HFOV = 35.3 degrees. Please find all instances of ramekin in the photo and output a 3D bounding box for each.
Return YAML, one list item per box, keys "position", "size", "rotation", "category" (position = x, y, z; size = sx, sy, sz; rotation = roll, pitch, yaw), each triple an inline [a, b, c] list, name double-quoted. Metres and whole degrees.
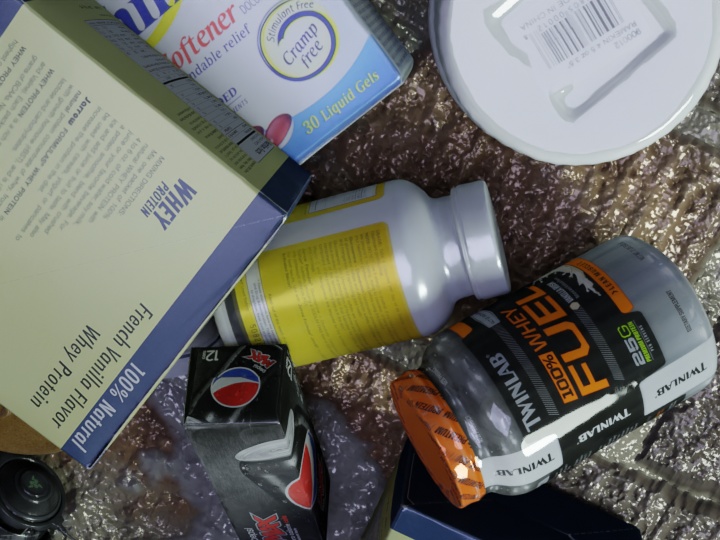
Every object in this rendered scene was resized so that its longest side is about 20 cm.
- position: [0.142, -0.165, 0.743]
  size: [0.199, 0.098, 0.202]
  rotation: [2, 106, 6]
  category: "ramekin"

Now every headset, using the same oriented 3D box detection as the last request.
- position: [-0.279, 0.215, 0.897]
  size: [0.199, 0.094, 0.124]
  rotation: [19, 115, 12]
  category: "headset"

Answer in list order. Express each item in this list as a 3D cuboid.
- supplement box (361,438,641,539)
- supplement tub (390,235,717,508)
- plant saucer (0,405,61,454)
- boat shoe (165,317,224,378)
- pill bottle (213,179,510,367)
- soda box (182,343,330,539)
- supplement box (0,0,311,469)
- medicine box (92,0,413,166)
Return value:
- position: [0.084, 0.266, 0.847]
  size: [0.199, 0.134, 0.200]
  rotation: [24, 107, 0]
  category: "supplement box"
- position: [0.128, 0.071, 0.769]
  size: [0.199, 0.123, 0.123]
  rotation: [-28, 102, -11]
  category: "supplement tub"
- position: [-0.273, 0.085, 0.839]
  size: [0.199, 0.036, 0.201]
  rotation: [9, 141, 7]
  category: "plant saucer"
- position: [-0.200, 0.020, 0.845]
  size: [0.201, 0.075, 0.086]
  rotation: [10, 124, 10]
  category: "boat shoe"
- position: [0.000, 0.000, 0.799]
  size: [0.199, 0.112, 0.113]
  rotation: [-14, 104, 10]
  category: "pill bottle"
- position: [-0.069, 0.134, 0.818]
  size: [0.070, 0.064, 0.200]
  rotation: [-3, 143, 8]
  category: "soda box"
- position: [-0.170, -0.033, 0.684]
  size: [0.200, 0.134, 0.200]
  rotation: [38, 103, -6]
  category: "supplement box"
- position: [-0.095, -0.160, 0.768]
  size: [0.182, 0.103, 0.200]
  rotation: [-36, 100, 15]
  category: "medicine box"
